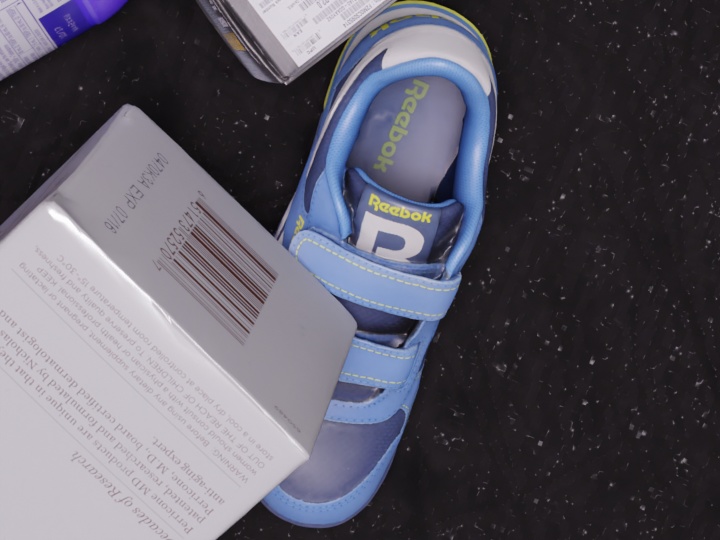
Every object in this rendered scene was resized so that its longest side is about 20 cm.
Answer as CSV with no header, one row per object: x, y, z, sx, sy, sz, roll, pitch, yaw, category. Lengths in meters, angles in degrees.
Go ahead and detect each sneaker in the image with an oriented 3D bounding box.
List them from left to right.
0.000,0.000,0.811,0.074,0.082,0.200,13,97,-10,sneaker

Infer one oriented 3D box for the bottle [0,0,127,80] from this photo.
-0.178,-0.080,0.778,0.200,0.084,0.065,-31,65,-2,bottle

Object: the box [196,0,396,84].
0.032,-0.142,0.759,0.200,0.158,0.048,-38,98,-2,box

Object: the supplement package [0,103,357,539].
-0.116,0.061,0.757,0.117,0.117,0.200,44,109,-9,supplement package
